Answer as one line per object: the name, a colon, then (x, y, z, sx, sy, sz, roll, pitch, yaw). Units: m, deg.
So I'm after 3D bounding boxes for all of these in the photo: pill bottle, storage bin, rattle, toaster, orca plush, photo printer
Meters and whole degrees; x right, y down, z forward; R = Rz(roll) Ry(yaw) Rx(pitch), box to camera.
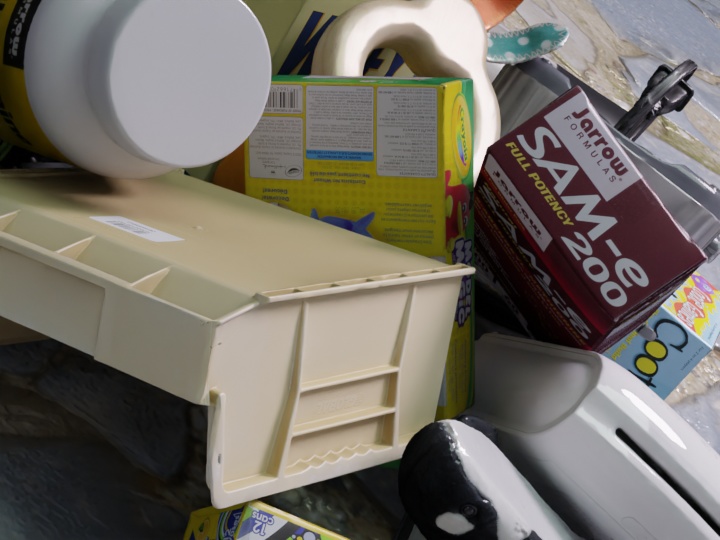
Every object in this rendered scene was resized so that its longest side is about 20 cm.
pill bottle: (-0.129, -0.106, 0.914, 0.112, 0.113, 0.200, 19, 0, -35)
storage bin: (-0.083, 0.022, 0.870, 0.200, 0.094, 0.198, 20, 15, 31)
rattle: (0.021, -0.099, 1.090, 0.130, 0.143, 0.200, 34, 50, -4)
toaster: (0.120, -0.042, 1.143, 0.200, 0.129, 0.114, 38, 3, 8)
orca plush: (0.059, 0.133, 0.912, 0.105, 0.071, 0.200, 60, 12, 23)
photo printer: (0.133, 0.110, 0.997, 0.166, 0.069, 0.200, 45, -11, -14)

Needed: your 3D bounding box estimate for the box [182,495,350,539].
box: (0.011, 0.172, 0.840, 0.200, 0.064, 0.070, 26, 68, -22)

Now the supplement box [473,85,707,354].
supplement box: (0.111, -0.013, 0.984, 0.109, 0.061, 0.200, 54, -8, 9)

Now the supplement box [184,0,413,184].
supplement box: (-0.072, -0.171, 1.146, 0.134, 0.200, 0.200, 1, 37, -51)

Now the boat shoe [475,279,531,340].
boat shoe: (0.057, 0.013, 1.200, 0.200, 0.057, 0.067, 38, 25, -1)

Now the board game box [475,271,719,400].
board game box: (0.139, 0.007, 1.263, 0.200, 0.105, 0.103, 41, 25, 4)

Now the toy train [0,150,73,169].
toy train: (-0.174, -0.042, 1.006, 0.034, 0.046, 0.200, 49, 26, 20)

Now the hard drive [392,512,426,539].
hard drive: (0.100, 0.198, 0.978, 0.200, 0.038, 0.140, 37, 25, 0)

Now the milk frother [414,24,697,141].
milk frother: (0.124, -0.137, 1.375, 0.188, 0.200, 0.181, 34, 30, -8)

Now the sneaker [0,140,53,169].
sneaker: (-0.209, -0.100, 1.024, 0.199, 0.071, 0.083, 14, 28, -46)

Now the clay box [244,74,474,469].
clay box: (0.000, 0.000, 0.967, 0.115, 0.201, 0.048, 4, 12, 24)
